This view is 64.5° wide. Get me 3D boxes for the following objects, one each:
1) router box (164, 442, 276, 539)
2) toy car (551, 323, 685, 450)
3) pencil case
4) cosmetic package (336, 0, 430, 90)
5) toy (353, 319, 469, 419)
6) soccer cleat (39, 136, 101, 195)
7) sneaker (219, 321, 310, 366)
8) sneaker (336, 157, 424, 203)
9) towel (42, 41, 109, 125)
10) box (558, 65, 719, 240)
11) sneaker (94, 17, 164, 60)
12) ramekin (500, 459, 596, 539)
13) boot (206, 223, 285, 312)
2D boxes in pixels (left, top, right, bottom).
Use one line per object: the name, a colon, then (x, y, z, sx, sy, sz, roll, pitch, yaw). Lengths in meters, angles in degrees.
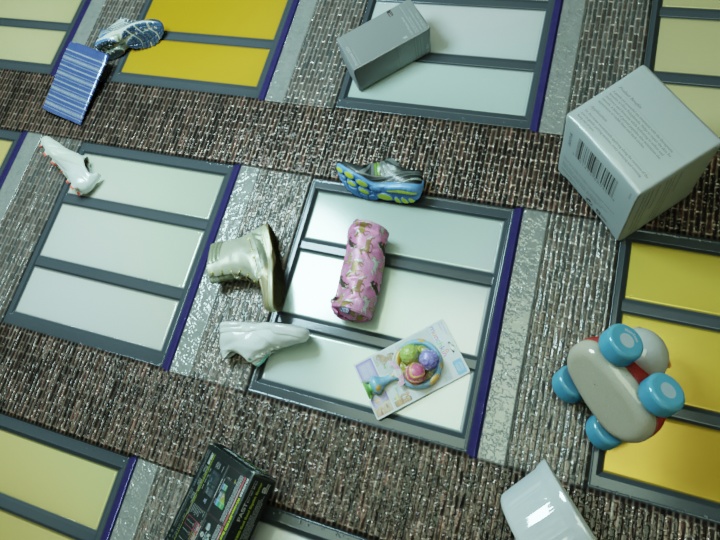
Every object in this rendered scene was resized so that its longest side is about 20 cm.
router box: (-0.255, 0.436, 1.028, 0.148, 0.062, 0.203, 12, 72, 44)
toy car: (0.465, 0.170, 0.957, 0.197, 0.186, 0.178, -21, 64, -27)
pencil case: (0.000, 0.000, 1.149, 0.082, 0.086, 0.204, -5, 65, 45)
cosmetic package: (0.055, -0.521, 1.323, 0.197, 0.090, 0.108, -29, 69, -2)
toy: (0.093, 0.182, 1.077, 0.197, 0.047, 0.117, -28, 68, 2)
soccer cleat: (-0.722, -0.272, 1.425, 0.077, 0.069, 0.200, -41, 74, -10)
sneaker: (-0.193, 0.149, 1.152, 0.196, 0.075, 0.091, -1, 82, 19)
sneaker: (0.043, -0.200, 1.224, 0.196, 0.071, 0.084, 13, 59, 16)
towel: (-0.756, -0.501, 1.521, 0.143, 0.024, 0.203, 22, 89, 18)
box: (0.495, -0.208, 1.045, 0.170, 0.200, 0.201, -32, 66, 2)
sneaker: (-0.622, -0.644, 1.531, 0.196, 0.077, 0.087, -13, 63, 7)
ramekin: (0.300, 0.406, 0.871, 0.097, 0.200, 0.203, -33, 66, 7)
boot: (-0.244, 0.011, 1.206, 0.152, 0.072, 0.203, -16, 63, 6)
